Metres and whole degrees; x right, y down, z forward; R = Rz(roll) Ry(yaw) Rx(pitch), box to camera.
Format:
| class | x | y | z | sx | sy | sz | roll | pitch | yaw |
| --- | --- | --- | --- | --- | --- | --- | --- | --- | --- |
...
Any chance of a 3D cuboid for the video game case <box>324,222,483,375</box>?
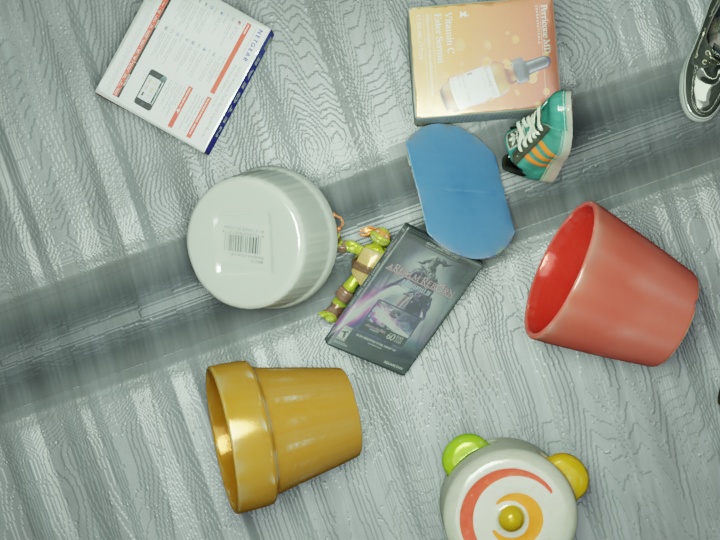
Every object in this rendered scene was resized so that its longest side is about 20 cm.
| class | x | y | z | sx | sy | sz | roll | pitch | yaw |
| --- | --- | --- | --- | --- | --- | --- | --- | --- | --- |
| video game case | 0.060 | 0.043 | 1.673 | 0.142 | 0.019 | 0.200 | 24 | 109 | -33 |

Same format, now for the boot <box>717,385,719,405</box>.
| class | x | y | z | sx | sy | sz | roll | pitch | yaw |
| --- | --- | --- | --- | --- | --- | --- | --- | --- | --- |
| boot | 0.587 | 0.135 | 1.703 | 0.145 | 0.070 | 0.201 | 17 | 92 | -5 |

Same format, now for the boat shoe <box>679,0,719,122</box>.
| class | x | y | z | sx | sy | sz | roll | pitch | yaw |
| --- | --- | --- | --- | --- | --- | --- | --- | --- | --- |
| boat shoe | 0.498 | -0.306 | 1.695 | 0.070 | 0.066 | 0.201 | 20 | 91 | 1 |

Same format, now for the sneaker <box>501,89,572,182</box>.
| class | x | y | z | sx | sy | sz | roll | pitch | yaw |
| --- | --- | --- | --- | --- | --- | --- | --- | --- | --- |
| sneaker | 0.236 | -0.176 | 1.640 | 0.079 | 0.200 | 0.072 | 4 | 66 | -1 |

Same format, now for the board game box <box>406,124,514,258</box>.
| class | x | y | z | sx | sy | sz | roll | pitch | yaw |
| --- | --- | --- | --- | --- | --- | --- | --- | --- | --- |
| board game box | 0.129 | -0.103 | 1.684 | 0.157 | 0.039 | 0.201 | 0 | 69 | -36 |

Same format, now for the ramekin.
| class | x | y | z | sx | sy | sz | roll | pitch | yaw |
| --- | --- | --- | --- | --- | --- | --- | --- | --- | --- |
| ramekin | -0.140 | -0.041 | 1.669 | 0.199 | 0.098 | 0.202 | 2 | 96 | 20 |

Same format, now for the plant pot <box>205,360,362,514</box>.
| class | x | y | z | sx | sy | sz | roll | pitch | yaw |
| --- | --- | --- | --- | --- | --- | --- | --- | --- | --- |
| plant pot | -0.101 | 0.212 | 1.665 | 0.182 | 0.200 | 0.201 | -10 | 90 | -15 |

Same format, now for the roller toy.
| class | x | y | z | sx | sy | sz | roll | pitch | yaw |
| --- | --- | --- | --- | --- | --- | --- | --- | --- | --- |
| roller toy | 0.203 | 0.328 | 1.672 | 0.199 | 0.140 | 0.184 | 9 | 91 | 1 |

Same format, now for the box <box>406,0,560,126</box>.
| class | x | y | z | sx | sy | sz | roll | pitch | yaw |
| --- | --- | --- | --- | --- | --- | --- | --- | --- | --- |
| box | 0.167 | -0.286 | 1.684 | 0.199 | 0.106 | 0.153 | -5 | 90 | 2 |

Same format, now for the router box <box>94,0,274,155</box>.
| class | x | y | z | sx | sy | sz | roll | pitch | yaw |
| --- | --- | --- | --- | --- | --- | --- | --- | --- | --- |
| router box | -0.247 | -0.292 | 1.722 | 0.179 | 0.049 | 0.201 | 30 | 91 | 1 |

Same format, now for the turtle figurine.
| class | x | y | z | sx | sy | sz | roll | pitch | yaw |
| --- | --- | --- | --- | --- | --- | --- | --- | --- | --- |
| turtle figurine | 0.000 | 0.000 | 1.712 | 0.199 | 0.064 | 0.162 | 23 | 97 | 2 |

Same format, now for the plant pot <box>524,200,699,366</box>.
| class | x | y | z | sx | sy | sz | roll | pitch | yaw |
| --- | --- | --- | --- | --- | --- | --- | --- | --- | --- |
| plant pot | 0.344 | 0.032 | 1.650 | 0.177 | 0.200 | 0.201 | 23 | 91 | -7 |
